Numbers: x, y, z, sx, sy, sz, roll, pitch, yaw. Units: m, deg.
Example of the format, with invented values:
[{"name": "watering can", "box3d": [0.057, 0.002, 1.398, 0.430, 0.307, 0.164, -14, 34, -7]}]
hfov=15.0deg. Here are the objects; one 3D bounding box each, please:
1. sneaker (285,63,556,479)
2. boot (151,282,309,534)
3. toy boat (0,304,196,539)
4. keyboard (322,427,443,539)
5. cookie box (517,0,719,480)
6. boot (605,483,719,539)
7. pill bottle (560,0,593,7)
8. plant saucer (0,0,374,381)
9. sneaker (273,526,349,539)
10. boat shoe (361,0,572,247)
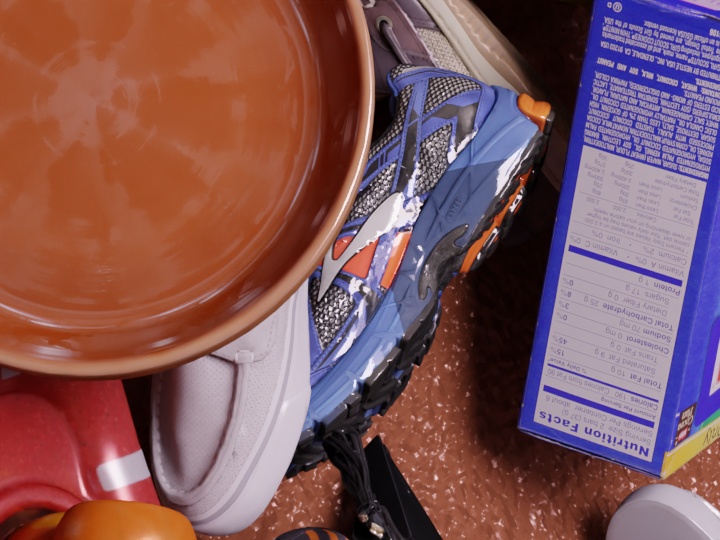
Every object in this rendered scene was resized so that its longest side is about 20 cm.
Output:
[{"name": "sneaker", "box3d": [0.000, 0.000, 1.128, 0.078, 0.075, 0.200, 32, 74, 13]}, {"name": "boot", "box3d": [-0.067, -0.001, 1.039, 0.095, 0.073, 0.201, 9, 89, -51]}, {"name": "toy boat", "box3d": [-0.106, 0.106, 0.978, 0.130, 0.130, 0.201, -19, 89, -41]}, {"name": "keyboard", "box3d": [0.020, 0.121, 1.059, 0.021, 0.200, 0.127, -30, 113, 4]}, {"name": "cookie box", "box3d": [0.150, -0.034, 1.179, 0.171, 0.075, 0.201, -28, 132, -56]}, {"name": "boot", "box3d": [0.186, 0.161, 1.249, 0.201, 0.073, 0.096, 60, 41, -17]}, {"name": "pill bottle", "box3d": [0.112, -0.174, 1.228, 0.200, 0.114, 0.115, 3, 74, -57]}, {"name": "plant saucer", "box3d": [-0.094, -0.060, 0.968, 0.199, 0.032, 0.202, 0, 79, 1]}, {"name": "sneaker", "box3d": [0.006, 0.187, 1.003, 0.077, 0.112, 0.201, 7, 71, -32]}, {"name": "boat shoe", "box3d": [0.023, -0.096, 1.187, 0.200, 0.065, 0.072, 48, 9, -3]}]
